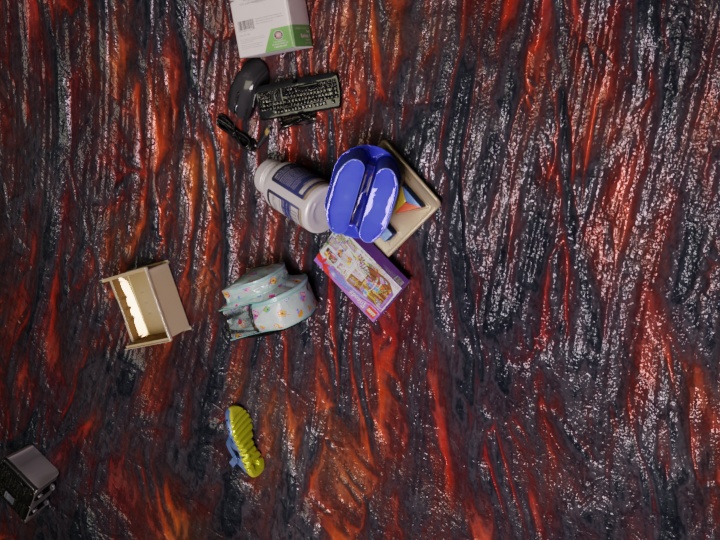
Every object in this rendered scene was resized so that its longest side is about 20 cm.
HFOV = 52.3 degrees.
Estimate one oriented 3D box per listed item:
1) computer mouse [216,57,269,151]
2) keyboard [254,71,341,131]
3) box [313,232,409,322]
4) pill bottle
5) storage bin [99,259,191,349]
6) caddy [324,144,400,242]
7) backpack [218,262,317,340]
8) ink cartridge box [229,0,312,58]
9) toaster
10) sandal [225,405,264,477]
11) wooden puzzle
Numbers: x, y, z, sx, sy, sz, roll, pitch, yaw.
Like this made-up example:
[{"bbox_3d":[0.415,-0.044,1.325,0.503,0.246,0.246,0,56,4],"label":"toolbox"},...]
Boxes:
[{"bbox_3d":[-0.251,-0.366,1.652,0.140,0.046,0.200,44,121,11],"label":"computer mouse"},{"bbox_3d":[-0.136,-0.359,1.578,0.199,0.040,0.104,-5,110,24],"label":"keyboard"},{"bbox_3d":[0.000,0.000,1.618,0.200,0.039,0.137,46,134,9],"label":"box"},{"bbox_3d":[-0.141,-0.171,1.600,0.200,0.111,0.111,34,121,35],"label":"pill bottle"},{"bbox_3d":[-0.576,0.093,1.953,0.198,0.094,0.201,-13,100,31],"label":"storage bin"},{"bbox_3d":[0.003,-0.154,1.496,0.141,0.105,0.201,16,110,-4],"label":"caddy"},{"bbox_3d":[-0.207,0.067,1.692,0.199,0.176,0.154,-4,108,26],"label":"backpack"},{"bbox_3d":[-0.193,-0.559,1.534,0.146,0.084,0.201,-1,105,29],"label":"ink cartridge box"},{"bbox_3d":[-1.117,0.702,2.435,0.200,0.119,0.181,37,119,14],"label":"toaster"},{"bbox_3d":[-0.325,0.453,1.941,0.087,0.079,0.201,-6,101,34],"label":"sandal"},{"bbox_3d":[0.046,-0.145,1.557,0.185,0.046,0.200,49,122,7],"label":"wooden puzzle"}]
